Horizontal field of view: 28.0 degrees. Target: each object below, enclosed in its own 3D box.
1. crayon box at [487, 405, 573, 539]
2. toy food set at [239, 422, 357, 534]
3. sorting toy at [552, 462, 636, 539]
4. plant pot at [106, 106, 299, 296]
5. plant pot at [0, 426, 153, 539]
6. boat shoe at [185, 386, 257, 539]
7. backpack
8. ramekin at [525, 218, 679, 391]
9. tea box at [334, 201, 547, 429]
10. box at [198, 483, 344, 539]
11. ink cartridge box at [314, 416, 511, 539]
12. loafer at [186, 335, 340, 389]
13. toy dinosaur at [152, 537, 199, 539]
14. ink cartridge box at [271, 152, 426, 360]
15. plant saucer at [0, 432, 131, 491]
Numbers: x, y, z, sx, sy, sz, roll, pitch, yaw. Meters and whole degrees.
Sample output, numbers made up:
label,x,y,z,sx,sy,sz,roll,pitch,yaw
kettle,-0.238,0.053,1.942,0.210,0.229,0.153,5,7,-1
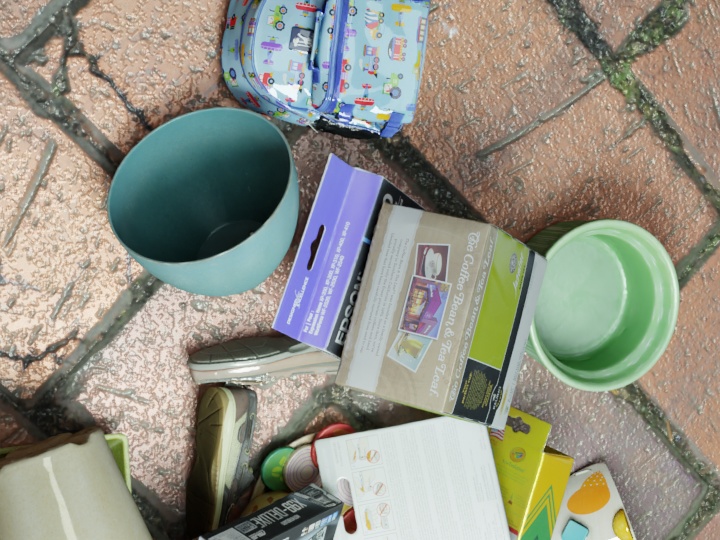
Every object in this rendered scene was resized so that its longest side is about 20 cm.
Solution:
label,x,y,z,sx,sy,sz,roll,pitch,yaw
crayon box,0.177,0.263,1.688,0.050,0.127,0.202,14,94,-31
toy food set,-0.037,0.276,1.658,0.199,0.049,0.199,27,88,-21
sorting toy,0.256,0.370,1.766,0.179,0.107,0.201,-21,105,4
plant pot,-0.148,-0.050,1.512,0.200,0.200,0.135,-37,143,-11
plant pot,-0.298,0.264,1.451,0.199,0.200,0.185,-19,92,-16
boat shoe,-0.148,0.224,1.593,0.064,0.073,0.202,-2,114,-32
backpack,-0.042,-0.240,1.537,0.198,0.134,0.184,11,93,-18
ramekin,0.267,0.035,1.704,0.198,0.098,0.202,-3,99,-20
tea box,0.091,0.052,1.555,0.197,0.133,0.202,27,78,-63
box,-0.109,0.328,1.524,0.199,0.050,0.159,-15,125,-56
ink cartridge box,0.058,0.256,1.628,0.198,0.050,0.164,-10,75,-5
loafer,-0.093,0.107,1.605,0.198,0.072,0.063,-12,109,-21
toy dinosaur,-0.186,0.322,1.582,0.105,0.061,0.201,7,140,8
ink cartridge box,0.000,0.000,1.564,0.200,0.043,0.200,30,76,-55
plant saucer,-0.345,0.278,1.549,0.198,0.048,0.202,-6,99,-19
